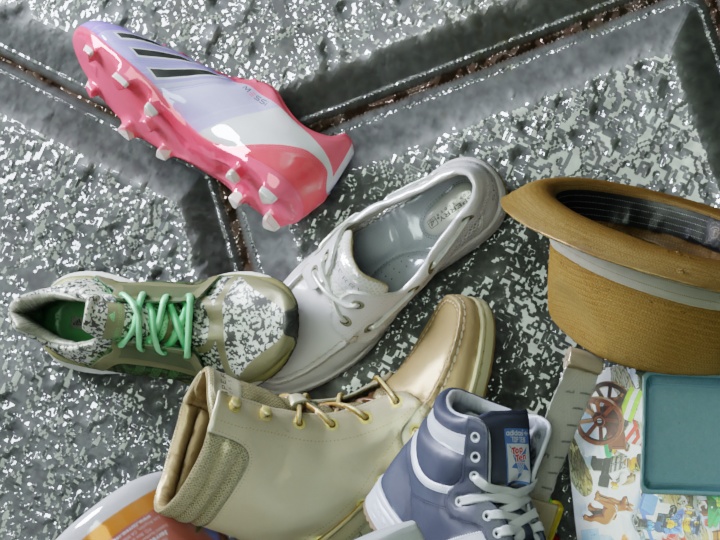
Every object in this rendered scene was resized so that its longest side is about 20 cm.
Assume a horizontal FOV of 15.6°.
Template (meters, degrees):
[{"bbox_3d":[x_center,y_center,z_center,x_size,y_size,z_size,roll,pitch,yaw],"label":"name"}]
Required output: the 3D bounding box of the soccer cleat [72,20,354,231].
[{"bbox_3d":[-0.095,-0.102,1.648,0.200,0.067,0.076,36,62,22],"label":"soccer cleat"}]

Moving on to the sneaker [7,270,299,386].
[{"bbox_3d":[-0.132,0.036,1.602,0.199,0.088,0.078,-2,87,29],"label":"sneaker"}]

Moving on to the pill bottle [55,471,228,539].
[{"bbox_3d":[-0.098,0.229,1.572,0.112,0.112,0.200,-40,76,7],"label":"pill bottle"}]

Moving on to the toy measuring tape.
[{"bbox_3d":[0.095,0.132,1.544,0.073,0.074,0.201,23,104,16],"label":"toy measuring tape"}]

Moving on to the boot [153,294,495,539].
[{"bbox_3d":[-0.021,0.083,1.557,0.155,0.073,0.201,26,96,-19],"label":"boot"}]

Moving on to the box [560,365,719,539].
[{"bbox_3d":[0.196,0.153,1.542,0.135,0.038,0.202,-8,81,14],"label":"box"}]

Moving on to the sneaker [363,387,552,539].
[{"bbox_3d":[0.087,0.151,1.458,0.200,0.070,0.109,46,118,34],"label":"sneaker"}]

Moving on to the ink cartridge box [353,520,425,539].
[{"bbox_3d":[-0.042,0.246,1.439,0.199,0.145,0.146,-24,86,-21],"label":"ink cartridge box"}]

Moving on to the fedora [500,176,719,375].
[{"bbox_3d":[0.170,0.009,1.503,0.199,0.200,0.082,18,105,16],"label":"fedora"}]

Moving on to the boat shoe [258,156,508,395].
[{"bbox_3d":[0.000,0.000,1.596,0.200,0.069,0.071,-43,77,10],"label":"boat shoe"}]

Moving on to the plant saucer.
[{"bbox_3d":[0.255,0.098,1.506,0.198,0.019,0.071,3,83,-10],"label":"plant saucer"}]
